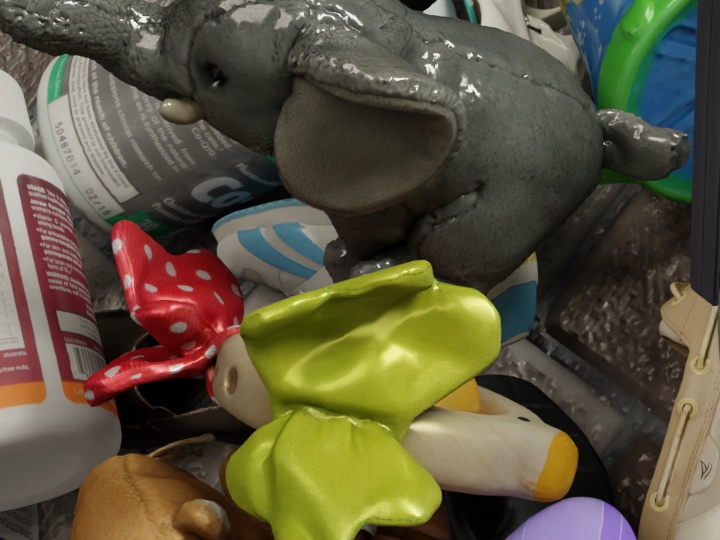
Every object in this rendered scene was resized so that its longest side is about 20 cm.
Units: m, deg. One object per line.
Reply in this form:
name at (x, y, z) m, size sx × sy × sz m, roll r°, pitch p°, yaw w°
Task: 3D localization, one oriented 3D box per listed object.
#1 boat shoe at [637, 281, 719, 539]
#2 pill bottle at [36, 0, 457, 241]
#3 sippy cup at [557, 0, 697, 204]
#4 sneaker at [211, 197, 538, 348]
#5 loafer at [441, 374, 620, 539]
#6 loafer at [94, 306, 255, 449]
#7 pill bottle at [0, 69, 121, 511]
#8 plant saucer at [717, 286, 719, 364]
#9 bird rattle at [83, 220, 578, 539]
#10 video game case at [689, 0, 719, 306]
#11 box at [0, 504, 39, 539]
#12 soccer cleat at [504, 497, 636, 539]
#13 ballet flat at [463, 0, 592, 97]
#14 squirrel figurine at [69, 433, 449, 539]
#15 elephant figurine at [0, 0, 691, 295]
boat shoe at (0.153, 0.028, 0.737) m, size 0.069 × 0.074 × 0.200 m, roll 4°, pitch 68°, yaw 30°
pill bottle at (-0.056, -0.097, 0.921) m, size 0.200 × 0.113 × 0.113 m, roll -23°, pitch 53°, yaw 29°
sippy cup at (0.145, -0.120, 0.791) m, size 0.178 × 0.140 × 0.130 m, roll -7°, pitch 43°, yaw -19°
sneaker at (0.000, 0.000, 0.857) m, size 0.200 × 0.076 × 0.081 m, roll -1°, pitch 102°, yaw 51°
loafer at (0.072, 0.132, 0.737) m, size 0.073 × 0.072 × 0.200 m, roll -4°, pitch 49°, yaw -13°
loafer at (-0.094, 0.045, 0.902) m, size 0.200 × 0.071 × 0.073 m, roll 0°, pitch 65°, yaw 35°
pill bottle at (-0.187, 0.007, 0.877) m, size 0.109 × 0.110 × 0.200 m, roll -26°, pitch 66°, yaw 21°
plant saucer at (0.189, -0.025, 0.657) m, size 0.201 × 0.201 × 0.039 m, roll -51°, pitch 49°, yaw 0°
bird rattle at (-0.012, 0.054, 0.688) m, size 0.200 × 0.163 × 0.113 m, roll 6°, pitch 81°, yaw 60°
video game case at (0.200, -0.087, 0.666) m, size 0.200 × 0.143 × 0.019 m, roll -31°, pitch 48°, yaw -22°
box at (-0.266, 0.054, 0.942) m, size 0.105 × 0.184 × 0.200 m, roll -26°, pitch 52°, yaw 19°
soccer cleat at (0.030, 0.155, 0.633) m, size 0.067 × 0.076 × 0.200 m, roll 32°, pitch 72°, yaw 33°
ballet flat at (0.081, -0.113, 0.882) m, size 0.069 × 0.069 × 0.200 m, roll -23°, pitch 53°, yaw 23°
squirrel figurine at (-0.032, 0.154, 0.719) m, size 0.141 × 0.187 × 0.200 m, roll -36°, pitch 50°, yaw 13°
elephant figurine at (-0.006, -0.072, 0.687) m, size 0.155 × 0.200 × 0.142 m, roll -46°, pitch 45°, yaw -2°
